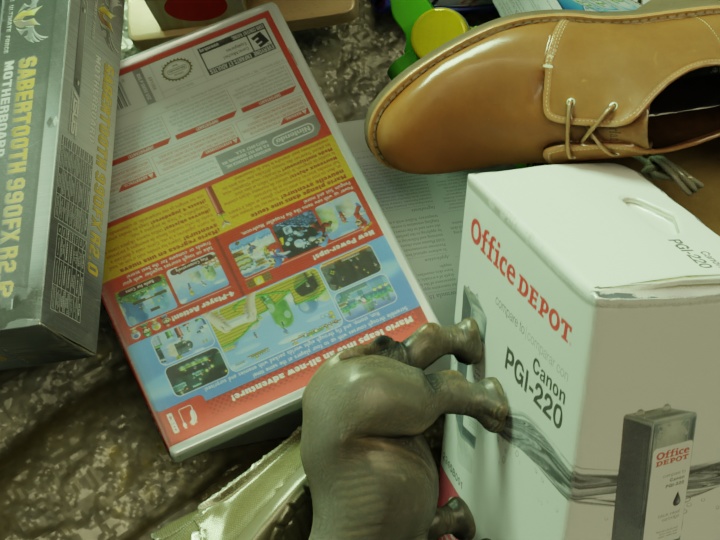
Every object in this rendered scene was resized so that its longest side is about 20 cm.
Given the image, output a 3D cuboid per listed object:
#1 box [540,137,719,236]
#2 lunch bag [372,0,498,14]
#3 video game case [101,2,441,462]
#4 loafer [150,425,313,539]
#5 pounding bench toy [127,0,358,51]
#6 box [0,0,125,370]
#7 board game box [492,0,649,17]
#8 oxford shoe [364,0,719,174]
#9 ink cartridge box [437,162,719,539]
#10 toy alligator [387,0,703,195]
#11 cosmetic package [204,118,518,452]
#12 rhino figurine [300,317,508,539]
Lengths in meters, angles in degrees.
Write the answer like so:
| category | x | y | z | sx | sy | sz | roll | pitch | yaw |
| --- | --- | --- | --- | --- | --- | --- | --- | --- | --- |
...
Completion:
| category | x | y | z | sx | sy | sz | roll | pitch | yaw |
| --- | --- | --- | --- | --- | --- | --- | --- | --- | --- |
| box | 0.199 | -0.064 | 0.883 | 0.200 | 0.021 | 0.164 | 15 | 45 | -5 |
| lunch bag | 0.079 | -0.246 | 0.905 | 0.170 | 0.124 | 0.200 | -4 | 85 | -14 |
| video game case | -0.066 | -0.024 | 0.781 | 0.143 | 0.017 | 0.200 | -23 | 72 | -10 |
| loafer | -0.059 | 0.134 | 0.743 | 0.067 | 0.076 | 0.200 | 20 | 53 | 37 |
| pounding bench toy | -0.038 | -0.207 | 0.820 | 0.200 | 0.156 | 0.124 | -6 | 70 | 7 |
| box | -0.197 | -0.050 | 0.761 | 0.158 | 0.048 | 0.200 | -8 | 67 | 21 |
| board game box | 0.165 | -0.121 | 0.848 | 0.200 | 0.035 | 0.126 | 14 | 33 | -23 |
| oxford shoe | 0.100 | -0.079 | 0.738 | 0.200 | 0.071 | 0.071 | -14 | 38 | 3 |
| ink cartridge box | 0.100 | 0.068 | 0.717 | 0.085 | 0.146 | 0.200 | -2 | 114 | -18 |
| toy alligator | 0.078 | -0.079 | 0.817 | 0.200 | 0.059 | 0.054 | 37 | 98 | 14 |
| cosmetic package | 0.000 | 0.000 | 0.826 | 0.200 | 0.052 | 0.151 | -9 | 68 | -16 |
| rhino figurine | 0.015 | 0.123 | 0.711 | 0.087 | 0.060 | 0.200 | -3 | 100 | -19 |
